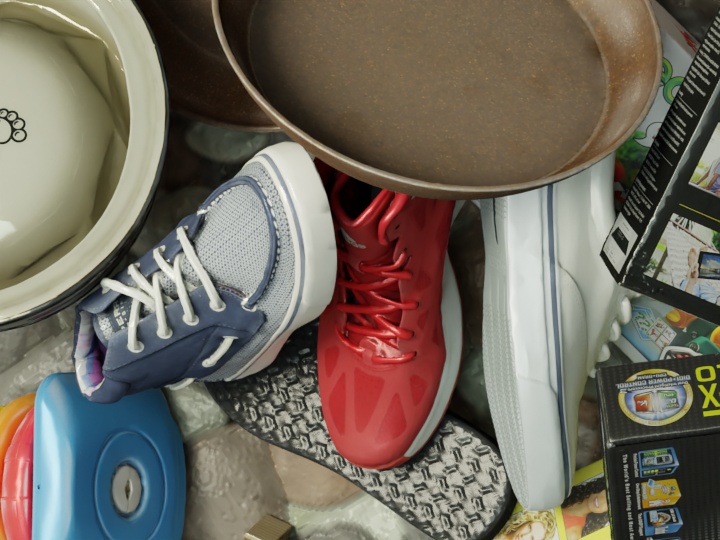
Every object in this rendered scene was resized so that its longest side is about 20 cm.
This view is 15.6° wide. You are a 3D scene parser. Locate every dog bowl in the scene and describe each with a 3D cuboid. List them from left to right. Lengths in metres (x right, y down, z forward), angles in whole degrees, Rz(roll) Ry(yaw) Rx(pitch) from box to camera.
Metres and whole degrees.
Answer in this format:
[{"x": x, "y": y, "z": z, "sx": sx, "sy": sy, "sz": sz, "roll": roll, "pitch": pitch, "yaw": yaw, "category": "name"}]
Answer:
[{"x": -0.183, "y": -0.061, "z": 1.242, "sx": 0.200, "sy": 0.074, "sz": 0.201, "roll": -1, "pitch": 76, "yaw": 5, "category": "dog bowl"}]

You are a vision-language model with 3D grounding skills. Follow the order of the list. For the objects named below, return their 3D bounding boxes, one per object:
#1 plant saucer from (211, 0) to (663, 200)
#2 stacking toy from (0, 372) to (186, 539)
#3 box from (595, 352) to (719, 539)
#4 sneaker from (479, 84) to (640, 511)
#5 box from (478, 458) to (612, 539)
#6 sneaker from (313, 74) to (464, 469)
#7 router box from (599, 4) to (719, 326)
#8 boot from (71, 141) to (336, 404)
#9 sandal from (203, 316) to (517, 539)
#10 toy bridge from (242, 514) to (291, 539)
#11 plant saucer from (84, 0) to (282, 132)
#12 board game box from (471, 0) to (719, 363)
[{"x": 0.032, "y": -0.100, "z": 1.155, "sx": 0.200, "sy": 0.200, "sz": 0.035, "roll": 26, "pitch": 140, "yaw": 11, "category": "plant saucer"}, {"x": -0.198, "y": 0.114, "z": 1.359, "sx": 0.200, "sy": 0.110, "sz": 0.116, "roll": -4, "pitch": 83, "yaw": 31, "category": "stacking toy"}, {"x": 0.191, "y": 0.112, "z": 1.173, "sx": 0.160, "sy": 0.044, "sz": 0.200, "roll": -6, "pitch": 137, "yaw": 3, "category": "box"}, {"x": 0.095, "y": 0.013, "z": 1.202, "sx": 0.071, "sy": 0.073, "sz": 0.201, "roll": -5, "pitch": 106, "yaw": -10, "category": "sneaker"}, {"x": 0.148, "y": 0.117, "z": 1.246, "sx": 0.200, "sy": 0.050, "sz": 0.075, "roll": -29, "pitch": 136, "yaw": 23, "category": "box"}, {"x": 0.000, "y": 0.000, "z": 1.204, "sx": 0.078, "sy": 0.115, "sz": 0.201, "roll": 10, "pitch": 100, "yaw": 22, "category": "sneaker"}, {"x": 0.227, "y": -0.028, "z": 1.155, "sx": 0.200, "sy": 0.051, "sz": 0.149, "roll": 23, "pitch": 104, "yaw": -12, "category": "router box"}, {"x": -0.075, "y": 0.011, "z": 1.197, "sx": 0.073, "sy": 0.090, "sz": 0.200, "roll": 66, "pitch": 158, "yaw": 19, "category": "boot"}, {"x": -0.004, "y": 0.068, "z": 1.297, "sx": 0.200, "sy": 0.045, "sz": 0.075, "roll": 36, "pitch": 100, "yaw": 21, "category": "sandal"}, {"x": 0.021, "y": 0.179, "z": 1.311, "sx": 0.200, "sy": 0.067, "sz": 0.027, "roll": 22, "pitch": 109, "yaw": 12, "category": "toy bridge"}, {"x": -0.048, "y": -0.168, "z": 1.265, "sx": 0.200, "sy": 0.037, "sz": 0.201, "roll": 5, "pitch": 105, "yaw": 18, "category": "plant saucer"}, {"x": 0.136, "y": -0.039, "z": 1.235, "sx": 0.200, "sy": 0.035, "sz": 0.126, "roll": 45, "pitch": 112, "yaw": 4, "category": "board game box"}]
